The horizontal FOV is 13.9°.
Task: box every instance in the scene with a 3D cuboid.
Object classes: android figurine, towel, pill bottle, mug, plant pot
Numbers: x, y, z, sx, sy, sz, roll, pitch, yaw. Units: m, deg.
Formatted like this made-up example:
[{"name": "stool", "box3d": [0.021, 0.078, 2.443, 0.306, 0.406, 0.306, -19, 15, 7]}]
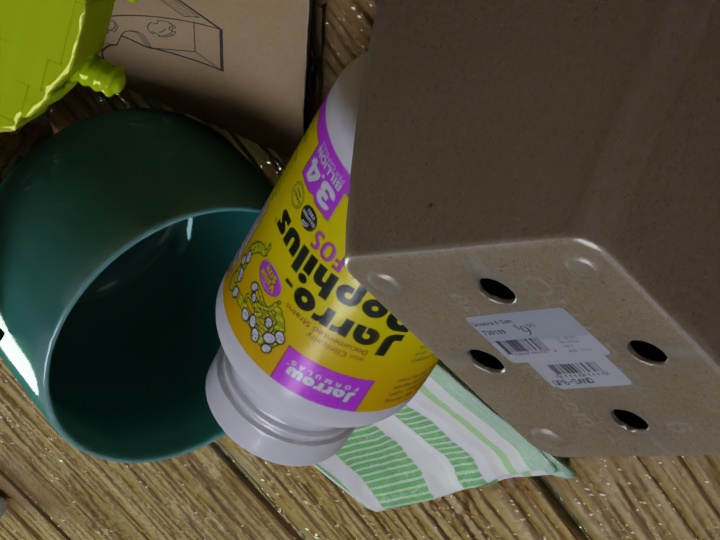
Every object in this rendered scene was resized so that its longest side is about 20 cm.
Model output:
[{"name": "android figurine", "box3d": [-0.186, -0.137, 1.280, 0.200, 0.041, 0.182, 22, 116, 13]}, {"name": "towel", "box3d": [0.011, 0.079, 1.625, 0.153, 0.023, 0.200, 39, 153, -22]}, {"name": "pill bottle", "box3d": [0.000, 0.000, 1.316, 0.104, 0.104, 0.200, 28, 132, -3]}, {"name": "mug", "box3d": [-0.099, 0.004, 1.426, 0.185, 0.152, 0.114, 28, -165, -49]}, {"name": "plant pot", "box3d": [0.111, -0.037, 1.126, 0.200, 0.177, 0.200, -4, 141, 48]}]

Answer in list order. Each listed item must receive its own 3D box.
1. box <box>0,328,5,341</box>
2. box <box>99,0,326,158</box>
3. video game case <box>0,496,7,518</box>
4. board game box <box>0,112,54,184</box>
[{"name": "box", "box3d": [-0.275, -0.016, 1.377, 0.200, 0.038, 0.137, 17, 156, 40]}, {"name": "box", "box3d": [-0.111, -0.129, 1.348, 0.200, 0.021, 0.164, 22, 155, 8]}, {"name": "video game case", "box3d": [-0.368, 0.117, 2.068, 0.182, 0.024, 0.200, -6, 138, 49]}, {"name": "board game box", "box3d": [-0.218, -0.097, 1.444, 0.151, 0.046, 0.200, 33, 159, 27]}]
